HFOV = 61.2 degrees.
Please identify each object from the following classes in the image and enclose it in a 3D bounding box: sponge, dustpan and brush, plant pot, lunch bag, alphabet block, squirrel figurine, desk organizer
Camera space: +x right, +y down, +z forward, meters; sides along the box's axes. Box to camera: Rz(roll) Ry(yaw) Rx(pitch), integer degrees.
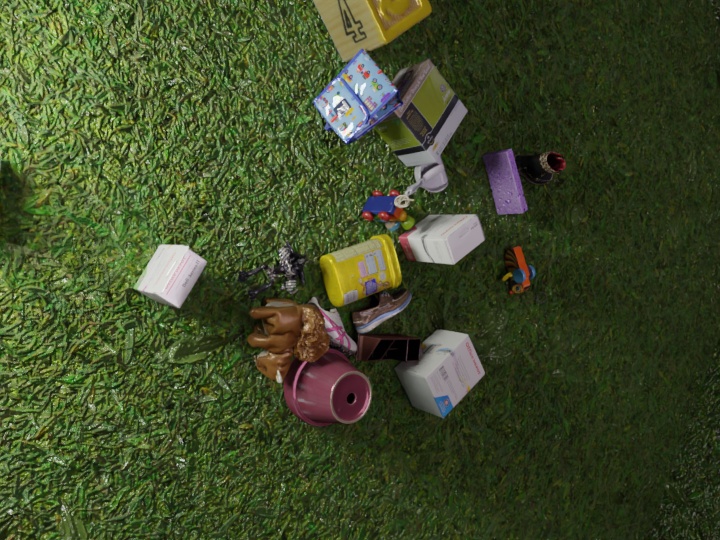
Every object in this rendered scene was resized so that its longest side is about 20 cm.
[{"bbox_3d":[0.457,-0.278,1.925,0.030,0.111,0.203,-28,107,-28],"label":"sponge"},{"bbox_3d":[0.186,-0.270,1.761,0.199,0.057,0.141,-35,118,-24],"label":"dustpan and brush"},{"bbox_3d":[-0.070,0.302,1.541,0.197,0.178,0.204,-1,92,-35],"label":"plant pot"},{"bbox_3d":[-0.015,-0.427,1.551,0.199,0.094,0.151,-41,77,6],"label":"lunch bag"},{"bbox_3d":[0.027,-0.681,1.549,0.195,0.199,0.198,-43,115,-26],"label":"alphabet block"},{"bbox_3d":[-0.171,0.174,1.465,0.196,0.142,0.190,4,99,-2],"label":"squirrel figurine"},{"bbox_3d":[0.081,0.215,1.674,0.198,0.076,0.073,7,88,-50],"label":"desk organizer"}]

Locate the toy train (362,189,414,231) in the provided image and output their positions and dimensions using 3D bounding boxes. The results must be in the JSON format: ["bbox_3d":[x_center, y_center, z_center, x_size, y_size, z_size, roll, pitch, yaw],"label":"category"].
[{"bbox_3d":[0.106,-0.151,1.633,0.115,0.198,0.086,38,72,-35],"label":"toy train"}]

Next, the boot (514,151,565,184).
[{"bbox_3d":[0.608,-0.338,2.004,0.198,0.150,0.074,19,82,-34],"label":"boot"}]

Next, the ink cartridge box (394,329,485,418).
[{"bbox_3d":[0.232,0.293,1.773,0.199,0.144,0.149,-37,113,-28],"label":"ink cartridge box"}]

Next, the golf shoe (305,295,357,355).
[{"bbox_3d":[-0.071,0.149,1.596,0.200,0.072,0.093,42,70,-29],"label":"golf shoe"}]

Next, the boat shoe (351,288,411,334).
[{"bbox_3d":[0.060,0.095,1.687,0.199,0.072,0.073,-34,109,-29],"label":"boat shoe"}]

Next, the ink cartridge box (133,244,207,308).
[{"bbox_3d":[-0.396,0.011,1.282,0.067,0.199,0.118,37,72,-30],"label":"ink cartridge box"}]

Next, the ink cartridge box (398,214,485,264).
[{"bbox_3d":[0.229,-0.091,1.719,0.145,0.199,0.086,-35,111,-28],"label":"ink cartridge box"}]

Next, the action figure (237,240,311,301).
[{"bbox_3d":[-0.193,0.002,1.488,0.198,0.102,0.121,-28,106,-27],"label":"action figure"}]

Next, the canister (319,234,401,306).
[{"bbox_3d":[0.000,0.000,1.630,0.198,0.086,0.151,-19,98,-31],"label":"canister"}]

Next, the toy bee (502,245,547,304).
[{"bbox_3d":[0.517,0.030,2.003,0.129,0.109,0.203,8,63,-27],"label":"toy bee"}]

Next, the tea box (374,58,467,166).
[{"bbox_3d":[0.159,-0.434,1.694,0.197,0.133,0.201,45,68,-29],"label":"tea box"}]
